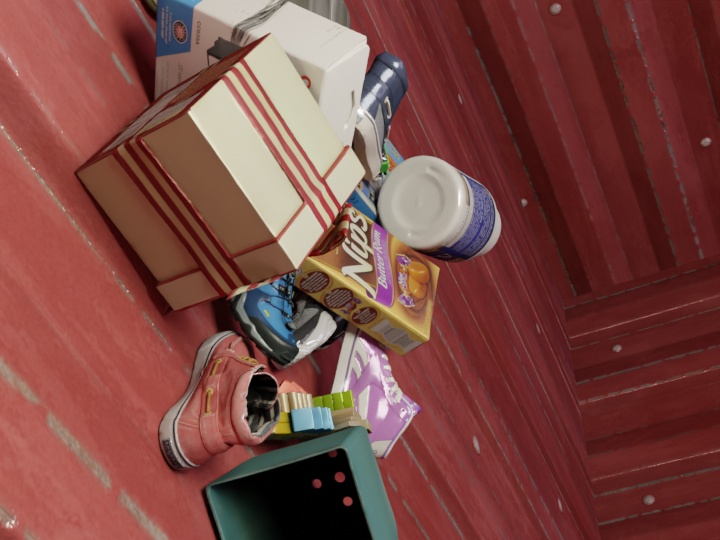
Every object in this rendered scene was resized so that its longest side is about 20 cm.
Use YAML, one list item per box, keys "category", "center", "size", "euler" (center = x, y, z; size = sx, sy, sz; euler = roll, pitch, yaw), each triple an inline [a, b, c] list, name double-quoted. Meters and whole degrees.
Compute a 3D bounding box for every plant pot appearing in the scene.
- category: "plant pot"
  center: [-0.041, 0.236, 0.974]
  size: [0.200, 0.140, 0.143]
  euler: [-24, 96, -80]

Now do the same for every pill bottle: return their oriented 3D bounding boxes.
- category: "pill bottle"
  center: [0.115, -0.074, 1.295]
  size: [0.200, 0.119, 0.121]
  euler: [16, 58, -62]

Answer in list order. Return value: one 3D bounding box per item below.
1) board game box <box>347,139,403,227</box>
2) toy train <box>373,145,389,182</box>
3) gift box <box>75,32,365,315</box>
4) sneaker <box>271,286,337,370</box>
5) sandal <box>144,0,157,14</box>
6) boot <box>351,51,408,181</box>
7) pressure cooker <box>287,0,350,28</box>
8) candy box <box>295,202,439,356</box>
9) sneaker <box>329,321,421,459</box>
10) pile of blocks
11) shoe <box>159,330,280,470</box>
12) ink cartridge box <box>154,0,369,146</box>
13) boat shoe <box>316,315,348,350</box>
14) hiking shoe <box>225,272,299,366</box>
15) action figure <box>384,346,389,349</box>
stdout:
- category: "board game box"
  center: [-0.009, -0.138, 1.308]
  size: [0.200, 0.055, 0.197]
  euler: [48, 28, -39]
- category: "toy train"
  center: [-0.001, -0.209, 1.244]
  size: [0.056, 0.041, 0.202]
  euler: [100, -23, -69]
- category: "gift box"
  center: [-0.128, -0.069, 0.888]
  size: [0.187, 0.183, 0.200]
  euler: [55, 45, -21]
- category: "sneaker"
  center: [-0.076, 0.028, 1.166]
  size: [0.114, 0.075, 0.200]
  euler: [49, 39, -9]
- category: "sandal"
  center: [-0.236, -0.383, 1.079]
  size: [0.080, 0.057, 0.203]
  euler: [-57, 128, -68]
- category: "boot"
  center: [0.016, -0.170, 1.105]
  size: [0.073, 0.091, 0.200]
  euler: [38, -9, 5]
- category: "pressure cooker"
  center: [-0.099, -0.246, 1.160]
  size: [0.179, 0.174, 0.201]
  euler: [79, 8, -50]
- category: "candy box"
  center: [0.000, 0.000, 1.158]
  size: [0.199, 0.056, 0.117]
  euler: [33, 45, -22]
- category: "sneaker"
  center: [0.024, 0.131, 1.193]
  size: [0.073, 0.113, 0.203]
  euler: [85, 17, -77]
- category: "pile of blocks"
  center: [-0.052, 0.149, 1.062]
  size: [0.199, 0.081, 0.063]
  euler: [16, 58, -58]
- category: "shoe"
  center: [-0.114, 0.112, 0.926]
  size: [0.200, 0.090, 0.072]
  euler: [-68, 137, -64]
- category: "ink cartridge box"
  center: [-0.104, -0.195, 0.981]
  size: [0.086, 0.199, 0.147]
  euler: [-44, 155, -44]
- category: "boat shoe"
  center: [-0.025, 0.052, 1.304]
  size: [0.200, 0.060, 0.075]
  euler: [-34, 107, -72]
- category: "hiking shoe"
  center: [-0.098, 0.003, 1.031]
  size: [0.074, 0.086, 0.201]
  euler: [38, 25, -58]
- category: "action figure"
  center: [0.035, 0.018, 1.431]
  size: [0.130, 0.069, 0.201]
  euler: [49, -22, 40]
